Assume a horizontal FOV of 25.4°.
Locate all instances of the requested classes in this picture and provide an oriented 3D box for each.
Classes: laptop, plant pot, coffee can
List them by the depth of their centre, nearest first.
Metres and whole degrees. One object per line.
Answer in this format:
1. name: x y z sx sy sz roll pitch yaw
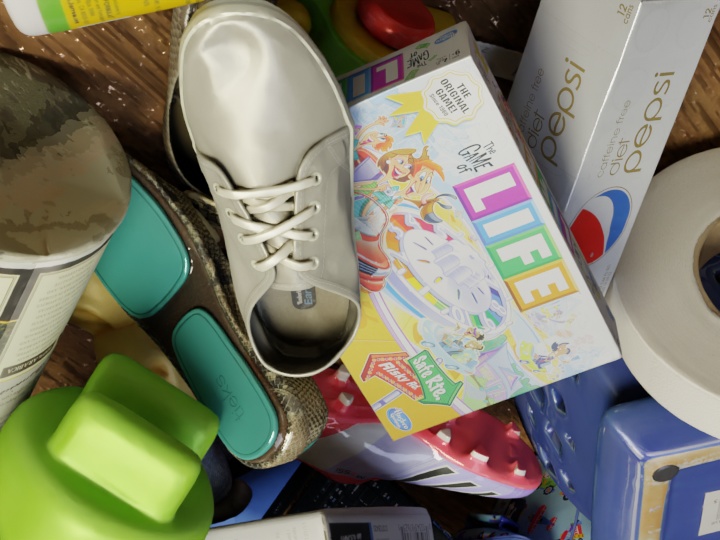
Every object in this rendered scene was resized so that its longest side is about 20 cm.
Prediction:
1. coffee can: -0.217 0.007 0.805 0.146 0.147 0.200 11 132 -28
2. plant pot: 0.211 0.075 1.003 0.199 0.180 0.201 -12 138 -6
3. laptop: -0.055 0.205 1.112 0.103 0.200 0.178 -33 162 -51

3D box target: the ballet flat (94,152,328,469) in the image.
1. ballet flat: -0.085 0.015 0.852 0.068 0.200 0.075 -42 168 28

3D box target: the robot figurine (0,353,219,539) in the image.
1. robot figurine: -0.152 0.142 0.817 0.115 0.176 0.200 31 114 -7

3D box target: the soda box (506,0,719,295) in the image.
1. soda box: 0.116 -0.067 0.854 0.068 0.064 0.201 -10 128 -40

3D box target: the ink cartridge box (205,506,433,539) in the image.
1. ink cartridge box: -0.077 0.178 0.987 0.199 0.047 0.198 -13 170 18

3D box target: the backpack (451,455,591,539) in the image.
1. backpack: 0.132 0.218 1.134 0.134 0.201 0.182 23 170 -16

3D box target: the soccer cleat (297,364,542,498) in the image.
1. soccer cleat: 0.023 0.115 1.055 0.199 0.067 0.077 19 125 -18

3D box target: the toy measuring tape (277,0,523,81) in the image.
1. toy measuring tape: 0.040 -0.101 0.832 0.199 0.074 0.074 12 132 -29

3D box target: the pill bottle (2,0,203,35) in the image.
1. pill bottle: -0.061 -0.174 0.684 0.199 0.111 0.111 -13 139 -5

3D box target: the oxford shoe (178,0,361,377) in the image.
1. oxford shoe: -0.036 -0.031 0.732 0.075 0.058 0.201 -6 126 6

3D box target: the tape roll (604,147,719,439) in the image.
1. tape roll: 0.239 0.013 0.906 0.201 0.204 0.037 -10 142 -9

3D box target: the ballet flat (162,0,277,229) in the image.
1. ballet flat: -0.073 -0.077 0.810 0.067 0.047 0.200 18 146 3

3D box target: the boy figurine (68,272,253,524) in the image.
1. boy figurine: -0.124 0.060 0.923 0.064 0.125 0.201 -16 125 20

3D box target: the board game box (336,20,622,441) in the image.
1. board game box: 0.033 -0.013 0.804 0.134 0.034 0.200 -22 124 15
